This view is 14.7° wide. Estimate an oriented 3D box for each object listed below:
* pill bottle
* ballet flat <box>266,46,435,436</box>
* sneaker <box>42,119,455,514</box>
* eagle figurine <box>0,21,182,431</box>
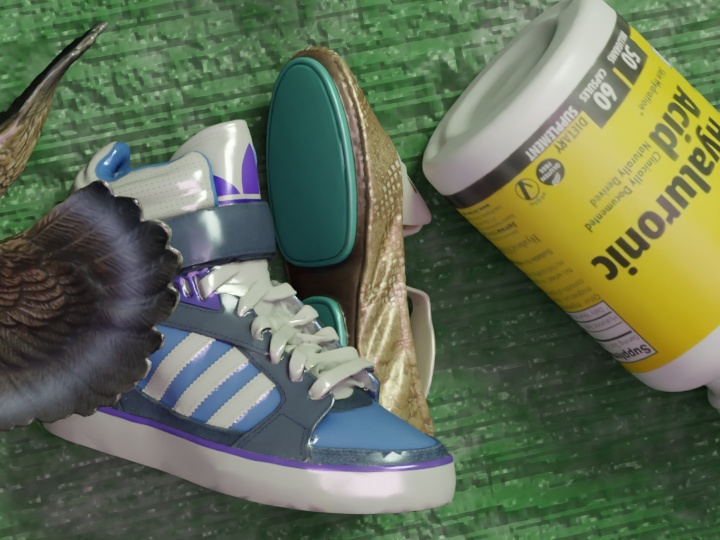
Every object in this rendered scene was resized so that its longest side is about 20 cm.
[{"bbox_3d":[0.133,-0.018,1.237,0.200,0.111,0.111,42,85,-13],"label":"pill bottle"},{"bbox_3d":[0.000,0.000,1.241,0.065,0.070,0.201,-8,99,-39],"label":"ballet flat"},{"bbox_3d":[-0.045,0.014,1.179,0.199,0.080,0.147,13,99,24],"label":"sneaker"},{"bbox_3d":[-0.179,-0.004,1.147,0.199,0.151,0.153,-16,98,-11],"label":"eagle figurine"}]
